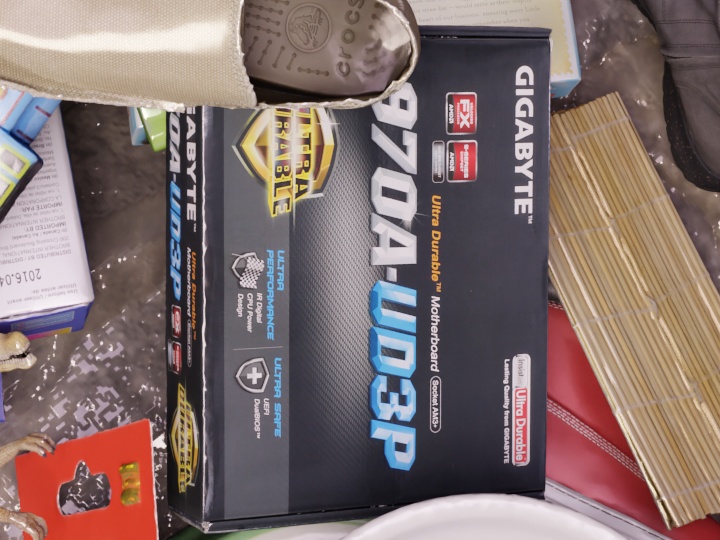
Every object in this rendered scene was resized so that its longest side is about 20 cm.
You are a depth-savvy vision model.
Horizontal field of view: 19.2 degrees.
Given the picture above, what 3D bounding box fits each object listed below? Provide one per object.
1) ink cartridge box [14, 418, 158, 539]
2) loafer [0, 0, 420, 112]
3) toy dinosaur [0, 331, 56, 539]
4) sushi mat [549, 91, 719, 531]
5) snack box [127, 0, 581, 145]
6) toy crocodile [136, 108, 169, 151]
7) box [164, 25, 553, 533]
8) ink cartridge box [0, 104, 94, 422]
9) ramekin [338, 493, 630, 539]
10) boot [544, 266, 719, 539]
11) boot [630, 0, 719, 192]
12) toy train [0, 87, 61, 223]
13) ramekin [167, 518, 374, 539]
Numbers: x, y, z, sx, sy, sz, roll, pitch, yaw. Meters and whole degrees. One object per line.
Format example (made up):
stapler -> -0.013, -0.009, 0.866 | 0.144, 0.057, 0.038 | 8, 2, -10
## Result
ink cartridge box -> -0.130, 0.168, 0.861 | 0.047, 0.160, 0.202 | 3, 79, -29
loafer -> -0.063, -0.095, 0.769 | 0.199, 0.068, 0.076 | 0, 99, -24
toy dinosaur -> -0.197, 0.096, 0.877 | 0.200, 0.058, 0.101 | -37, 108, 8
sushi mat -> 0.128, 0.015, 0.962 | 0.095, 0.012, 0.201 | -15, 75, -42
snack box -> -0.009, -0.125, 0.937 | 0.198, 0.037, 0.117 | -7, 82, -9
toy crocodile -> -0.099, -0.148, 0.878 | 0.067, 0.062, 0.201 | -15, 83, -7
box -> 0.000, 0.000, 0.874 | 0.158, 0.046, 0.202 | -2, 96, -25
ink cartridge box -> -0.191, -0.033, 0.896 | 0.135, 0.076, 0.201 | -10, 80, -12
ramekin -> 0.039, 0.190, 0.820 | 0.199, 0.098, 0.202 | 2, 79, -10
boot -> 0.132, 0.070, 0.977 | 0.199, 0.072, 0.145 | 28, 75, 0
boot -> 0.171, -0.141, 0.989 | 0.069, 0.132, 0.201 | -19, 84, -12
toy train -> -0.154, -0.092, 0.814 | 0.114, 0.087, 0.201 | 36, 88, -16
ramekin -> -0.021, 0.195, 0.909 | 0.198, 0.098, 0.202 | 2, 80, -10
